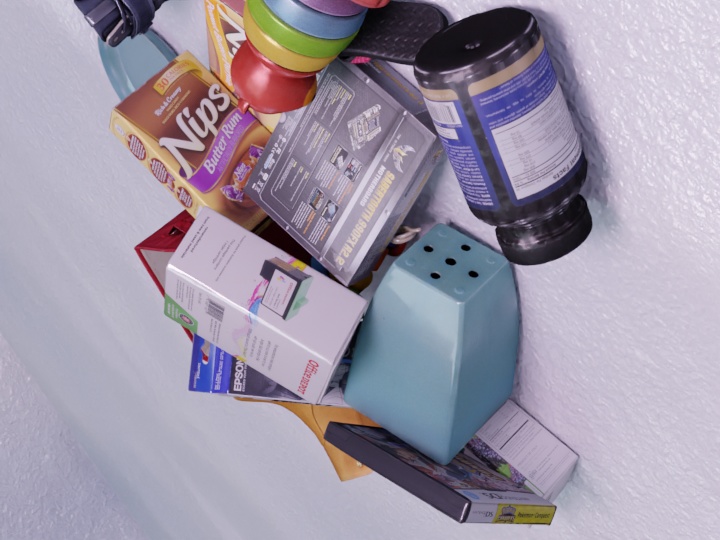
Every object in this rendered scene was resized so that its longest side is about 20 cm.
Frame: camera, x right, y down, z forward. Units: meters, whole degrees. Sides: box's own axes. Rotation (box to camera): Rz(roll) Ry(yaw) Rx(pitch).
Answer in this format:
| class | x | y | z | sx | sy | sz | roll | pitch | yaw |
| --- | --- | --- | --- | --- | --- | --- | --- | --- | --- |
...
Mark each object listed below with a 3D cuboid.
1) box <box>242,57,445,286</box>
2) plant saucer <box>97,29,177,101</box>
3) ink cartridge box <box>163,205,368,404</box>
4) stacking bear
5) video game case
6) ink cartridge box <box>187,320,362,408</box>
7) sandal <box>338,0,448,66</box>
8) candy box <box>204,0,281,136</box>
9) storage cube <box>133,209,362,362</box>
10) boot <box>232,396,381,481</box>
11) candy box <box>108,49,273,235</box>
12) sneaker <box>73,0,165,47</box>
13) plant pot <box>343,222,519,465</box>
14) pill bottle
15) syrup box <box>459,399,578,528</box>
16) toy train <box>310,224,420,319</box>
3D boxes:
| class | x | y | z | sx | sy | sz | roll | pitch | yaw |
| --- | --- | --- | --- | --- | --- | --- | --- | --- | --- |
| box | -0.014 | -0.111 | 1.306 | 0.158 | 0.048 | 0.201 | 41 | 123 | 16 |
| plant saucer | -0.262 | -0.237 | 1.662 | 0.199 | 0.027 | 0.201 | 37 | 151 | 25 |
| ink cartridge box | -0.102 | 0.040 | 1.367 | 0.198 | 0.084 | 0.145 | 30 | 157 | 3 |
| stacking bear | -0.053 | -0.219 | 1.151 | 0.113 | 0.122 | 0.201 | 28 | 133 | -8 |
| video game case | 0.086 | 0.216 | 1.391 | 0.199 | 0.026 | 0.180 | 26 | -173 | 39 |
| ink cartridge box | -0.091 | 0.097 | 1.463 | 0.039 | 0.197 | 0.101 | 150 | 125 | -76 |
| sandal | 0.002 | -0.224 | 1.216 | 0.198 | 0.076 | 0.045 | 21 | 177 | 35 |
| candy box | -0.109 | -0.217 | 1.409 | 0.115 | 0.055 | 0.201 | 39 | 152 | 20 |
| storage cube | -0.133 | -0.006 | 1.585 | 0.170 | 0.179 | 0.201 | 4 | 128 | 56 |
| boot | -0.045 | 0.178 | 1.527 | 0.071 | 0.198 | 0.146 | -18 | -86 | -84 |
| candy box | -0.165 | -0.128 | 1.419 | 0.200 | 0.117 | 0.057 | 44 | 155 | 4 |
| sneaker | -0.223 | -0.309 | 1.373 | 0.077 | 0.146 | 0.202 | 54 | 152 | -7 |
| plant pot | 0.082 | 0.065 | 1.372 | 0.140 | 0.141 | 0.202 | 29 | 138 | 24 |
| pill bottle | 0.128 | -0.110 | 1.108 | 0.111 | 0.112 | 0.202 | 14 | 136 | 50 |
| syrup box | 0.147 | 0.193 | 1.509 | 0.199 | 0.081 | 0.079 | 39 | 152 | 20 |
| toy train | 0.000 | 0.000 | 1.399 | 0.084 | 0.117 | 0.200 | 15 | -179 | -25 |
